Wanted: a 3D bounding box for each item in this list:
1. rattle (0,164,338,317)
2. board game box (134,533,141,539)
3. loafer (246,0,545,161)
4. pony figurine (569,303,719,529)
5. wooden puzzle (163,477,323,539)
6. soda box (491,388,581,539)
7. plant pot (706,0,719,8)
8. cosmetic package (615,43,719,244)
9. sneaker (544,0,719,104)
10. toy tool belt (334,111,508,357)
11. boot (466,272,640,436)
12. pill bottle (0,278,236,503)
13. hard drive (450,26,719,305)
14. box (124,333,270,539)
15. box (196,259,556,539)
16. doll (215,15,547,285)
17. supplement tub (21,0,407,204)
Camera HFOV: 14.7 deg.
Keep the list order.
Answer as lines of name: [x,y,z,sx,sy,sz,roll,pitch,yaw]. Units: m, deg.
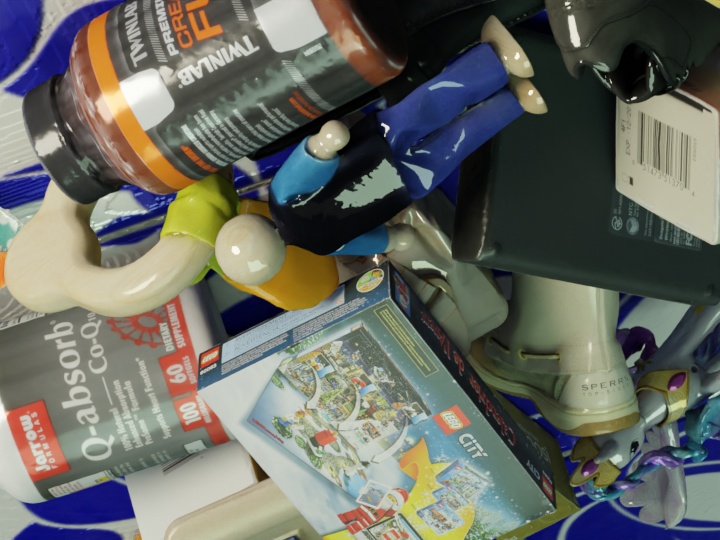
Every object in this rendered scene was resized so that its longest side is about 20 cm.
rattle: [-0.139,-0.009,1.626,0.200,0.131,0.143,-27,161,22]
board game box: [-0.073,0.322,2.111,0.199,0.200,0.200,-4,147,-21]
loafer: [0.017,-0.119,1.564,0.200,0.071,0.068,-21,157,7]
pony figurine: [0.202,0.079,1.896,0.200,0.167,0.193,-44,179,-8]
wooden puzzle: [-0.019,0.192,1.834,0.185,0.046,0.200,-23,147,-1]
soda box: [0.086,0.132,2.017,0.068,0.064,0.200,-27,149,16]
plant pot: [0.232,-0.227,1.377,0.200,0.201,0.189,2,146,-29]
cosmetic package: [0.258,-0.092,1.645,0.199,0.103,0.088,-16,118,-29]
sneaker: [0.165,-0.137,1.567,0.076,0.091,0.200,-15,170,42]
toy tool belt: [0.000,0.000,1.705,0.123,0.125,0.200,-33,146,9]
boot: [0.116,0.007,1.801,0.072,0.200,0.155,-13,110,-18]
pill bottle: [-0.179,0.079,1.745,0.199,0.116,0.116,-19,150,2]
hard drive: [0.144,-0.061,1.669,0.200,0.140,0.033,10,174,-38]
box: [-0.066,0.139,1.890,0.097,0.125,0.200,-32,147,21]
box: [0.012,0.099,1.693,0.136,0.038,0.200,-26,124,18]
doll: [0.009,-0.053,1.534,0.200,0.049,0.137,-34,148,-5]
supplement tub: [-0.082,-0.109,1.499,0.200,0.107,0.107,-27,148,15]
